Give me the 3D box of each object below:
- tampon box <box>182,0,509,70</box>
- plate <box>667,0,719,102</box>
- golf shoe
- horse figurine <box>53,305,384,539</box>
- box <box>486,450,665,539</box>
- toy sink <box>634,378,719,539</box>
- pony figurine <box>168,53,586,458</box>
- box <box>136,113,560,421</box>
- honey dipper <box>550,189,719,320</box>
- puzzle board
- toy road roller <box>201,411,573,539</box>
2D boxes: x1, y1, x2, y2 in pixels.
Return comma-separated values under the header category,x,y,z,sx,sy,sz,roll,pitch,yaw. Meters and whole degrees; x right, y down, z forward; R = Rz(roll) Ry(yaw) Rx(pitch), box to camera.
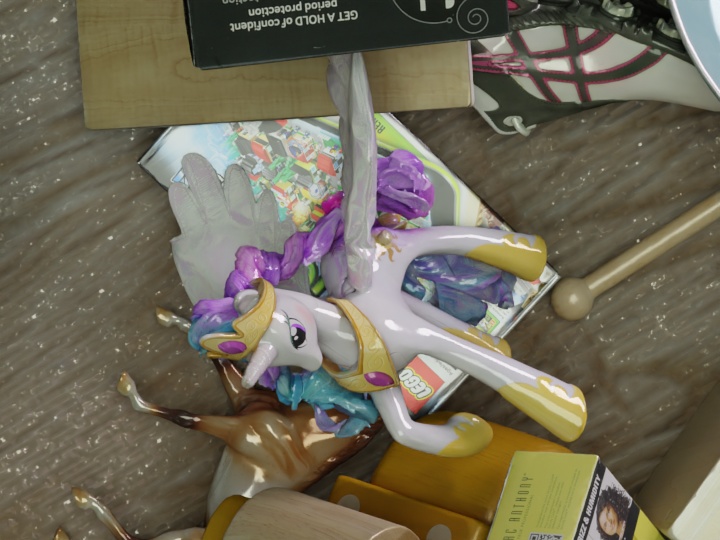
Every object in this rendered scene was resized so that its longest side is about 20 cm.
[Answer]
category,x,y,z,sx,sy,sz,roll,pitch,yaw
tampon box,-0.017,-0.211,1.379,0.149,0.126,0.201,-6,111,-3
plate,0.233,-0.127,1.518,0.199,0.026,0.201,13,61,-24
golf shoe,0.106,-0.109,1.536,0.199,0.077,0.089,18,109,1
horse figurine,-0.077,0.114,1.533,0.132,0.050,0.201,25,92,1
box,0.126,0.169,1.476,0.050,0.200,0.076,1,57,33
toy sink,0.250,0.145,1.512,0.200,0.130,0.112,36,90,-4
pony figurine,0.000,0.000,1.446,0.199,0.194,0.167,17,133,-29
box,-0.006,-0.026,1.541,0.200,0.035,0.110,43,90,-3
honey dipper,0.184,-0.034,1.550,0.199,0.038,0.038,-32,93,0
puzzle board,-0.046,-0.151,1.497,0.199,0.017,0.152,-3,94,10
toy road roller,0.029,0.133,1.475,0.122,0.200,0.147,14,78,37
